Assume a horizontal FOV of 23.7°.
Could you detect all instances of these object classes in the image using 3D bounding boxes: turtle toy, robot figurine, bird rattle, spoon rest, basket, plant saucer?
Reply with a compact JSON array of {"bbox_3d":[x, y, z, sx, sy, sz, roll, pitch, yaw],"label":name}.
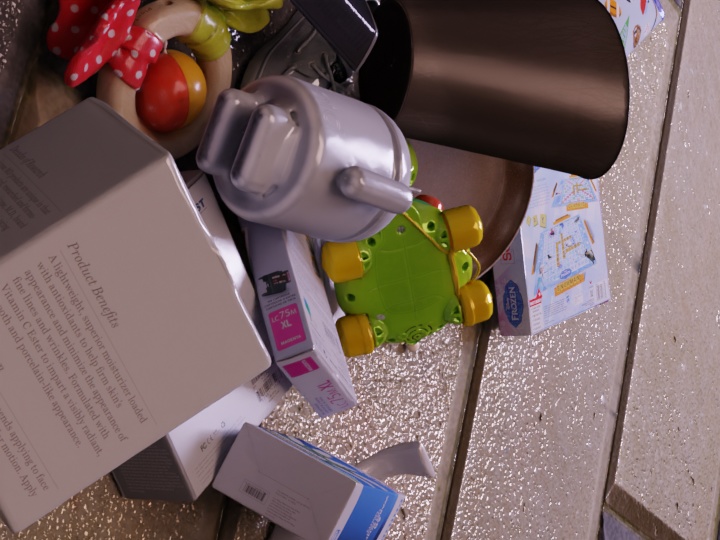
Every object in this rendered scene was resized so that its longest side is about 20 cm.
[{"bbox_3d":[0.031,-0.024,1.500,0.101,0.144,0.202,-119,-163,-61],"label":"turtle toy"},{"bbox_3d":[-0.037,-0.085,1.338,0.199,0.169,0.114,13,104,-52],"label":"robot figurine"},{"bbox_3d":[-0.149,-0.158,1.314,0.200,0.112,0.165,-34,133,-49],"label":"bird rattle"},{"bbox_3d":[-0.017,0.225,1.525,0.200,0.060,0.100,-41,120,-34],"label":"spoon rest"},{"bbox_3d":[0.110,-0.167,1.482,0.198,0.136,0.182,2,54,-24],"label":"basket"},{"bbox_3d":[0.074,-0.074,1.594,0.199,0.032,0.202,-16,120,-29],"label":"plant saucer"}]

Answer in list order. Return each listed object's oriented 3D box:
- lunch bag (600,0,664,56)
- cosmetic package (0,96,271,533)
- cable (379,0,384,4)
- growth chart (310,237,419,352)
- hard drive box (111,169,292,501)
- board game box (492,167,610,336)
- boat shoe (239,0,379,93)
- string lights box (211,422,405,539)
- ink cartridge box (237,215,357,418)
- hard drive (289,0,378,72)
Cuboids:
[{"bbox_3d":[0.225,-0.314,1.857,0.170,0.123,0.201,-43,109,-48],"label":"lunch bag"},{"bbox_3d":[-0.196,0.022,1.099,0.199,0.165,0.166,-32,120,-14],"label":"cosmetic package"},{"bbox_3d":[0.078,-0.232,1.604,0.200,0.050,0.164,-48,128,-36],"label":"cable"},{"bbox_3d":[0.000,0.000,1.587,0.199,0.018,0.146,6,82,-55],"label":"growth chart"},{"bbox_3d":[-0.150,0.049,1.311,0.156,0.076,0.201,-48,126,-46],"label":"hard drive box"},{"bbox_3d":[0.200,-0.047,1.830,0.199,0.041,0.202,-16,102,-56],"label":"board game box"},{"bbox_3d":[-0.040,-0.180,1.493,0.070,0.071,0.201,61,42,-33],"label":"boat shoe"},{"bbox_3d":[-0.037,0.178,1.377,0.059,0.102,0.200,-62,165,-3],"label":"string lights box"},{"bbox_3d":[-0.058,0.009,1.410,0.119,0.042,0.201,57,16,-59],"label":"ink cartridge box"},{"bbox_3d":[-0.051,-0.266,1.417,0.135,0.042,0.201,44,16,-45],"label":"hard drive"}]
